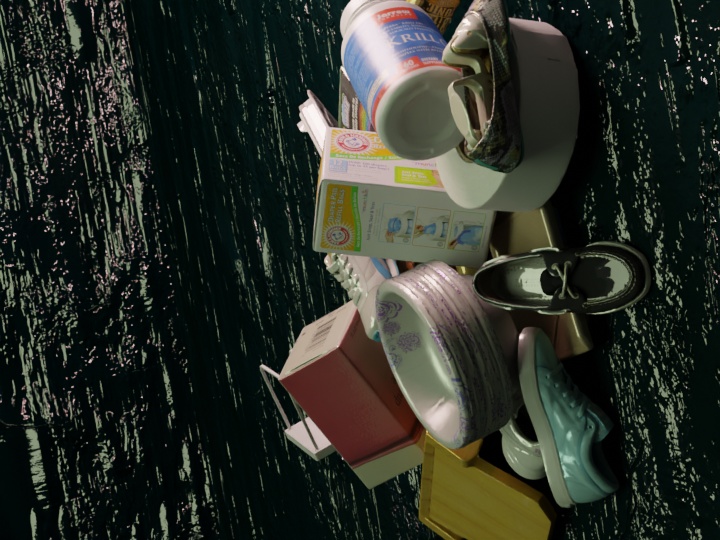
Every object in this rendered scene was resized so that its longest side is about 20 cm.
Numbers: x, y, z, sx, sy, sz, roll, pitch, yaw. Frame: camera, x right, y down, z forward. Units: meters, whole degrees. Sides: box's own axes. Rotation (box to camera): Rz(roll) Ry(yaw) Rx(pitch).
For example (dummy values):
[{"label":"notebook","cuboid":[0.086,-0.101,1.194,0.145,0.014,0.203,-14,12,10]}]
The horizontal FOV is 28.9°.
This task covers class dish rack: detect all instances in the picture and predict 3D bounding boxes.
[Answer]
[{"label":"dish rack","cuboid":[-0.016,-0.137,1.900,0.200,0.043,0.172,44,-166,-50]}]

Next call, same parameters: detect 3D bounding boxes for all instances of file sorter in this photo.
[{"label":"file sorter","cuboid":[-0.020,0.151,1.963,0.125,0.199,0.139,66,164,-15]}]

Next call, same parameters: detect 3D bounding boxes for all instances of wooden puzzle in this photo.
[{"label":"wooden puzzle","cuboid":[0.200,0.011,1.544,0.200,0.037,0.187,133,123,-73]}]

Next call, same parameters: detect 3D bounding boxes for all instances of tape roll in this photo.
[{"label":"tape roll","cuboid":[0.149,-0.163,1.459,0.202,0.070,0.204,-177,90,-68]}]

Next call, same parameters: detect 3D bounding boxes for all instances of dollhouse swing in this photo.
[{"label":"dollhouse swing","cuboid":[0.171,0.243,1.730,0.201,0.174,0.182,90,-161,-49]}]

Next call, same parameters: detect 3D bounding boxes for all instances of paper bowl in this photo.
[{"label":"paper bowl","cuboid":[0.105,0.085,1.537,0.201,0.104,0.201,53,158,33]}]

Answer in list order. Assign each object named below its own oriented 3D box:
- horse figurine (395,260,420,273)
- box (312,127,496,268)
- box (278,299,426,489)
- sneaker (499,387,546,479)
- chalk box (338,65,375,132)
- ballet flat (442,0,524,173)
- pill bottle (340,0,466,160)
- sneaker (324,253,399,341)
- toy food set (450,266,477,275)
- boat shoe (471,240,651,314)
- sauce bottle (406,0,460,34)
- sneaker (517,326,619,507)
[{"label":"horse figurine","cuboid":[0.054,0.011,1.789,0.201,0.049,0.133,103,155,-44]},{"label":"box","cuboid":[0.049,-0.083,1.592,0.113,0.198,0.102,-89,6,-52]},{"label":"box","cuboid":[0.006,0.158,1.815,0.200,0.109,0.128,51,-150,-16]},{"label":"sneaker","cuboid":[0.176,0.138,1.620,0.201,0.074,0.100,59,161,24]},{"label":"chalk box","cuboid":[0.048,-0.185,1.730,0.200,0.123,0.126,-120,25,-46]},{"label":"ballet flat","cuboid":[0.116,-0.193,1.366,0.072,0.071,0.202,126,141,-65]},{"label":"pill bottle","cuboid":[0.042,-0.217,1.486,0.201,0.111,0.113,-115,22,-46]},{"label":"sneaker","cuboid":[0.000,0.000,1.718,0.077,0.080,0.201,113,154,-50]},{"label":"toy food set","cuboid":[0.113,0.019,1.772,0.200,0.048,0.200,-131,34,-55]},{"label":"boat shoe","cuboid":[0.199,0.009,1.407,0.199,0.060,0.075,3,97,47]},{"label":"sauce bottle","cuboid":[0.069,-0.287,1.601,0.201,0.064,0.065,-63,38,32]},{"label":"sneaker","cuboid":[0.227,0.150,1.489,0.074,0.081,0.202,-40,-66,-65]}]
